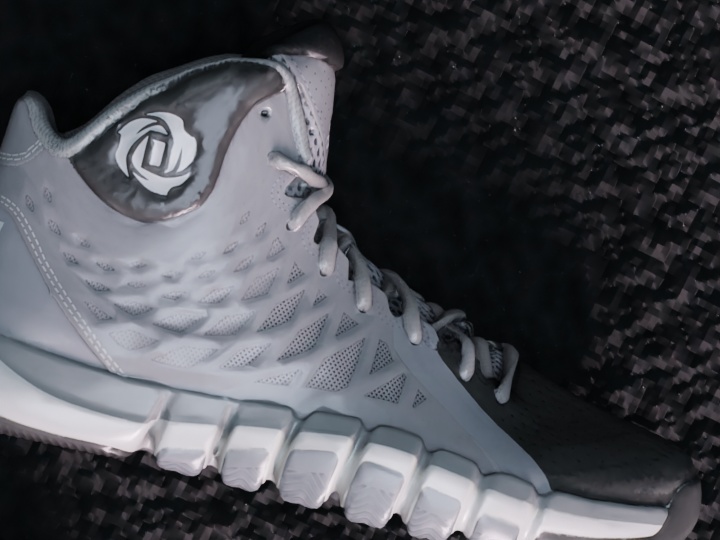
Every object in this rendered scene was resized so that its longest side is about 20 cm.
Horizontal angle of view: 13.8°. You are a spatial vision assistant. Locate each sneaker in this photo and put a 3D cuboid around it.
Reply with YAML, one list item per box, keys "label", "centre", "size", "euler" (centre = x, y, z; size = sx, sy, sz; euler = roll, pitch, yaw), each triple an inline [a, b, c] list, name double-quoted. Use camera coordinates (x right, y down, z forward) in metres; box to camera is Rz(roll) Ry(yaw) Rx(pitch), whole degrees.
- label: "sneaker"
  centre: [0.000, 0.000, 0.736]
  size: [0.199, 0.075, 0.116]
  euler: [13, 93, -10]
